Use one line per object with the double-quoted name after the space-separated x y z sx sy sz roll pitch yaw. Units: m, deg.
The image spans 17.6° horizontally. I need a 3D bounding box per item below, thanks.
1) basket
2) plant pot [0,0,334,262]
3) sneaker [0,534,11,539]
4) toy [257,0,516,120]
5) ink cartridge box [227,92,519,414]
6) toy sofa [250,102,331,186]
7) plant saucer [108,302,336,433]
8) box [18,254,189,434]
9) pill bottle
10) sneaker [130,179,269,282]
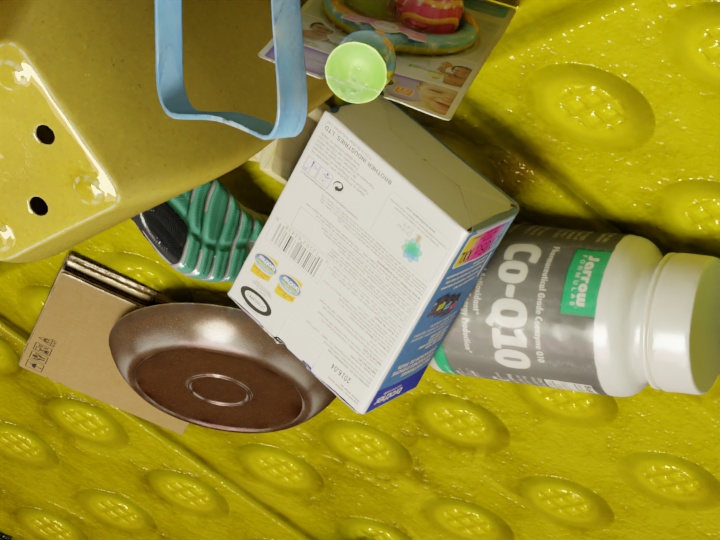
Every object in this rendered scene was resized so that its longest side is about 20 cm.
-0.075 -0.175 1.242 0.139 0.200 0.176 -11 -168 -26 "basket"
-0.172 -0.115 1.427 0.194 0.200 0.196 -23 107 35 "plant pot"
-0.445 0.314 2.504 0.200 0.077 0.111 17 156 2 "sneaker"
0.024 -0.154 1.363 0.115 0.200 0.047 18 120 7 "toy"
0.000 0.000 1.578 0.136 0.076 0.200 41 121 19 "ink cartridge box"
-0.124 -0.124 1.603 0.200 0.098 0.083 12 173 18 "toy sofa"
-0.115 0.089 1.936 0.200 0.032 0.200 9 151 5 "plant saucer"
-0.201 0.068 2.000 0.163 0.021 0.200 24 149 -7 "box"
0.148 0.027 1.613 0.200 0.113 0.113 6 146 26 "pill bottle"
-0.120 -0.025 1.717 0.087 0.075 0.200 8 166 41 "sneaker"
